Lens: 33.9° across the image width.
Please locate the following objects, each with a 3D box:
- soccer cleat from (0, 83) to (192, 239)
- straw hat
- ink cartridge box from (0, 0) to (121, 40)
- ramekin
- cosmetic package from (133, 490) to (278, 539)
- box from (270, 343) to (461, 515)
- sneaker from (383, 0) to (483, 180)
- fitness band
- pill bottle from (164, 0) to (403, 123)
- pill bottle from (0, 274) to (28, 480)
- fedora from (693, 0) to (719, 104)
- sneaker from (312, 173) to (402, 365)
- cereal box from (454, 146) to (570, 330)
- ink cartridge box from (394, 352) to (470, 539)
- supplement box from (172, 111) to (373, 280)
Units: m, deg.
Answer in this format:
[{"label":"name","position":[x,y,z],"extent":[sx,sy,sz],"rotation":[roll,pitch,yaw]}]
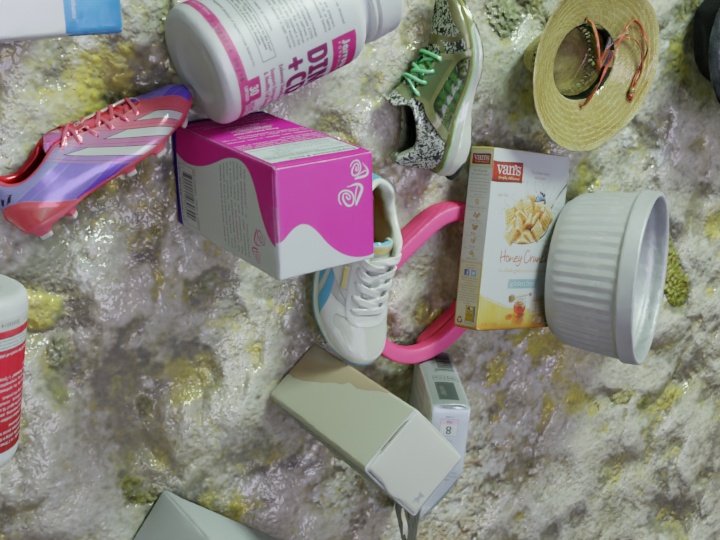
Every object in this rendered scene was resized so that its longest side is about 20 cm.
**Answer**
[{"label":"soccer cleat","position":[-0.237,-0.111,1.044],"extent":[0.200,0.067,0.077],"rotation":[-41,120,-12]},{"label":"straw hat","position":[0.231,-0.232,1.297],"extent":[0.201,0.085,0.201],"rotation":[-16,117,-35]},{"label":"ink cartridge box","position":[-0.303,-0.221,0.898],"extent":[0.200,0.145,0.084],"rotation":[-12,112,-30]},{"label":"ramekin","position":[0.284,0.002,1.360],"extent":[0.200,0.105,0.200],"rotation":[8,90,-67]},{"label":"cosmetic package","position":[-0.160,0.369,1.229],"extent":[0.200,0.123,0.199],"rotation":[33,87,-36]},{"label":"box","position":[0.002,0.160,1.211],"extent":[0.078,0.200,0.095],"rotation":[-48,126,-10]},{"label":"sneaker","position":[0.070,-0.191,1.217],"extent":[0.089,0.077,0.200],"rotation":[-4,107,-24]},{"label":"fitness band","position":[0.079,0.014,1.313],"extent":[0.200,0.037,0.144],"rotation":[-45,125,-14]},{"label":"pill bottle","position":[-0.067,-0.225,1.082],"extent":[0.200,0.113,0.113],"rotation":[-31,121,-21]},{"label":"pill bottle","position":[-0.349,0.107,1.014],"extent":[0.112,0.112,0.200],"rotation":[-2,107,-33]},{"label":"fedora","position":[0.464,-0.272,1.432],"extent":[0.200,0.092,0.201],"rotation":[-12,113,-30]},{"label":"sneaker","position":[0.000,0.000,1.205],"extent":[0.076,0.081,0.200],"rotation":[-6,96,-30]},{"label":"cereal box","position":[0.171,-0.035,1.322],"extent":[0.144,0.040,0.200],"rotation":[-1,98,-46]},{"label":"ink cartridge box","position":[0.078,0.210,1.307],"extent":[0.057,0.163,0.200],"rotation":[1,106,-4]},{"label":"supplement box","position":[-0.083,-0.073,1.072],"extent":[0.103,0.200,0.101],"rotation":[-13,114,-29]}]
